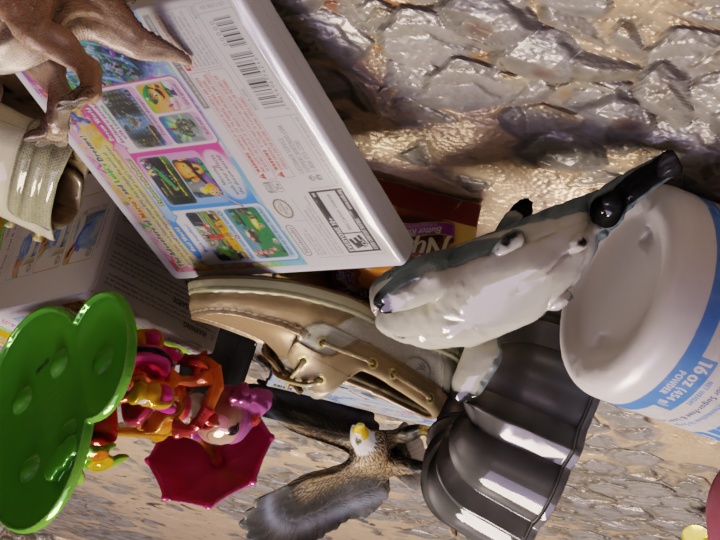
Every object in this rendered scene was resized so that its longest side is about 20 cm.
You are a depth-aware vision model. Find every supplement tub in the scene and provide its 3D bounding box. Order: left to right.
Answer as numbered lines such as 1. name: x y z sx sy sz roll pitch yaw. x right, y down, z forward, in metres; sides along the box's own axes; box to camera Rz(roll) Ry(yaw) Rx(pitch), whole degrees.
1. supplement tub: 0.232 0.040 0.737 0.199 0.132 0.132 20 157 -16

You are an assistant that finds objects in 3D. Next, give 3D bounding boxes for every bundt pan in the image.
1. bundt pan: 0.099 0.091 0.853 0.076 0.202 0.202 22 158 -1

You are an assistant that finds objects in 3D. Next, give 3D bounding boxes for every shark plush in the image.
1. shark plush: 0.084 -0.018 0.710 0.091 0.083 0.200 38 116 -20

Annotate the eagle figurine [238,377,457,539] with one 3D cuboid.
1. eagle figurine: -0.014 0.177 1.194 0.199 0.152 0.151 -6 119 4

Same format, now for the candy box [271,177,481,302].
1. candy box: 0.000 0.000 0.868 0.116 0.057 0.200 15 156 -6

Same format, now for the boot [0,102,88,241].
1. boot: -0.262 -0.063 0.827 0.154 0.072 0.200 23 152 -8

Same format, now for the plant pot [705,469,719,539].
1. plant pot: 0.365 0.205 1.005 0.199 0.201 0.179 13 173 1

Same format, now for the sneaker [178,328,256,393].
1. sneaker: -0.135 0.087 1.081 0.075 0.107 0.200 15 158 -6

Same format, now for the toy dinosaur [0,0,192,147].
1. toy dinosaur: -0.187 -0.133 0.608 0.199 0.136 0.086 -6 171 -5

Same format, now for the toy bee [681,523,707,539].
1. toy bee: 0.405 0.285 1.298 0.130 0.109 0.200 0 -179 9

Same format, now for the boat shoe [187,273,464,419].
1. boat shoe: -0.021 0.051 0.813 0.199 0.067 0.074 16 167 -23

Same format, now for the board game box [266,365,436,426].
1. board game box: 0.024 0.096 1.053 0.198 0.044 0.200 16 169 -4

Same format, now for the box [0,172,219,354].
1. box: -0.197 0.004 0.923 0.200 0.102 0.112 -10 148 44

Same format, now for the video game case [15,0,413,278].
1. video game case: -0.088 -0.073 0.713 0.182 0.024 0.200 -3 136 35

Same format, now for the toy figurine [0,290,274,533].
1. toy figurine: -0.136 0.100 0.868 0.184 0.151 0.200 14 137 -40
